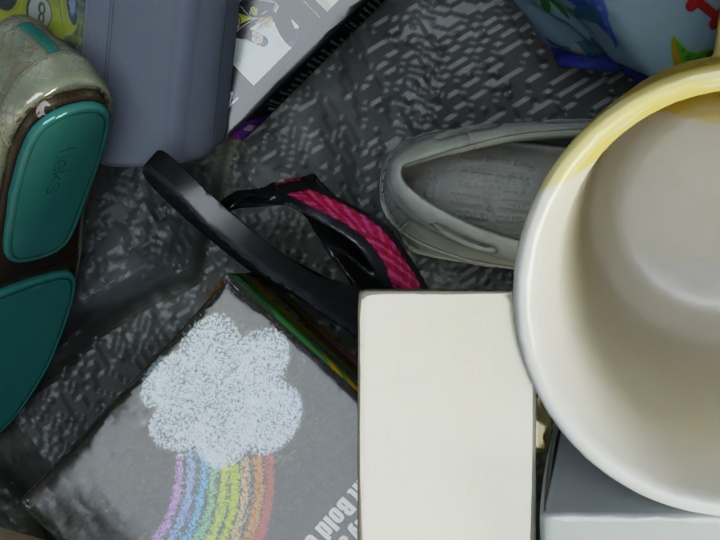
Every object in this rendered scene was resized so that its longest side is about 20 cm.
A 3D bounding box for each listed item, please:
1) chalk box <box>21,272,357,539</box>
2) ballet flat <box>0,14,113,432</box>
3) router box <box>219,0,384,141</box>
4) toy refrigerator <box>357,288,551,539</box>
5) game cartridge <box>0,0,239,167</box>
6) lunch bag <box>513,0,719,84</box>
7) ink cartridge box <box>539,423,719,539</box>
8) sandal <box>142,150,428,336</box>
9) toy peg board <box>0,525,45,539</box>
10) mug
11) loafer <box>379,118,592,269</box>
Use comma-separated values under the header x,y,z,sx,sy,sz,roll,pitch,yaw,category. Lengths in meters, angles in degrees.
x,y,z,sx,sy,sz,roll,pitch,yaw,category
-0.013,0.111,1.062,0.200,0.124,0.125,43,93,2,chalk box
-0.144,-0.016,1.077,0.062,0.067,0.201,50,133,30,ballet flat
-0.068,-0.175,1.096,0.149,0.051,0.200,-44,88,4,router box
0.034,0.107,0.960,0.069,0.076,0.201,0,89,3,toy refrigerator
-0.142,-0.116,1.072,0.199,0.041,0.134,17,122,19,game cartridge
0.127,-0.192,1.024,0.200,0.127,0.170,-42,118,-12,lunch bag
0.140,0.161,0.959,0.145,0.083,0.201,0,111,9,ink cartridge box
0.000,0.000,1.066,0.199,0.075,0.045,32,91,-21,sandal
-0.126,0.212,1.015,0.199,0.098,0.200,14,122,24,toy peg board
0.141,-0.023,0.934,0.149,0.153,0.187,38,103,-4,mug
0.107,-0.024,1.074,0.199,0.070,0.070,1,84,4,loafer
